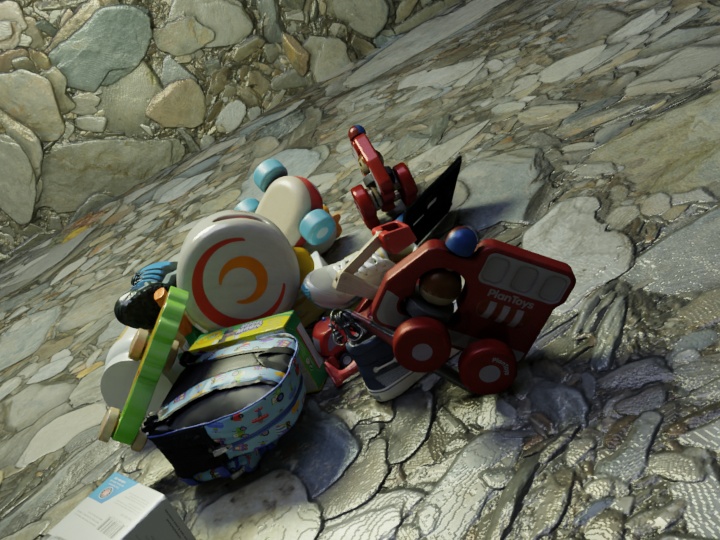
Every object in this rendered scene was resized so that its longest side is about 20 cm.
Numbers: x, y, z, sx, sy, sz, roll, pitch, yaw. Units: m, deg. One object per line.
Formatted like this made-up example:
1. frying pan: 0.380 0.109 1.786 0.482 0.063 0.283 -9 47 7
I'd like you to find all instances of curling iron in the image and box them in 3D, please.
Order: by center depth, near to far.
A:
1. curling iron: 0.049 0.101 1.026 0.199 0.026 0.050 25 65 11

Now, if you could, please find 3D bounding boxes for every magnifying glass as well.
1. magnifying glass: -0.249 0.104 1.273 0.022 0.200 0.080 -27 34 8

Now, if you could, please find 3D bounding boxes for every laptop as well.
1. laptop: 0.075 -0.100 1.457 0.103 0.201 0.177 30 52 19

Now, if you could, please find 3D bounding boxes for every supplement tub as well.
1. supplement tub: -0.322 0.138 1.354 0.144 0.145 0.200 -20 24 19

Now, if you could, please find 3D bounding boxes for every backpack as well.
1. backpack: -0.155 0.174 1.099 0.199 0.135 0.183 -20 23 20

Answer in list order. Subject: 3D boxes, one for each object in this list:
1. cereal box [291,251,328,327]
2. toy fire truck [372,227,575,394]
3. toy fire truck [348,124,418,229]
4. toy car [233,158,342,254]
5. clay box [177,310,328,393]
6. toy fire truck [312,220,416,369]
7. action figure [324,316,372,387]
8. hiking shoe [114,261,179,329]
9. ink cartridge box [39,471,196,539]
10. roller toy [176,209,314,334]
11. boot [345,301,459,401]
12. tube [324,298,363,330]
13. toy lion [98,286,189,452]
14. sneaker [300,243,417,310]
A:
1. cereal box: -0.107 0.049 1.383 0.144 0.040 0.200 -40 16 5
2. toy fire truck: 0.124 0.033 0.966 0.112 0.199 0.169 -87 18 -59
3. toy fire truck: 0.022 -0.183 1.571 0.112 0.169 0.200 -29 -10 -1
4. toy car: -0.099 -0.090 1.571 0.199 0.184 0.177 -2 -48 -51
5. clay box: -0.158 0.134 1.215 0.199 0.115 0.048 -14 25 28
6. toy fire truck: 0.006 0.034 1.203 0.199 0.142 0.049 -32 23 -10
7. action figure: 0.039 0.086 1.163 0.199 0.052 0.065 -31 -18 -11
8. hiking shoe: -0.332 0.038 1.321 0.086 0.075 0.200 8 19 19
9. ink cartridge box: -0.314 0.347 0.982 0.145 0.084 0.200 2 37 50
10. roller toy: -0.187 0.000 1.288 0.200 0.183 0.140 -40 16 0
11. boot: 0.076 0.077 1.098 0.200 0.091 0.073 -38 24 -22
12. tube: 0.001 0.039 1.324 0.058 0.052 0.200 27 40 10
13. toy lion: -0.284 0.128 1.141 0.192 0.068 0.201 133 154 -57
14. sneaker: 0.000 0.000 1.263 0.199 0.081 0.077 -15 52 -33
